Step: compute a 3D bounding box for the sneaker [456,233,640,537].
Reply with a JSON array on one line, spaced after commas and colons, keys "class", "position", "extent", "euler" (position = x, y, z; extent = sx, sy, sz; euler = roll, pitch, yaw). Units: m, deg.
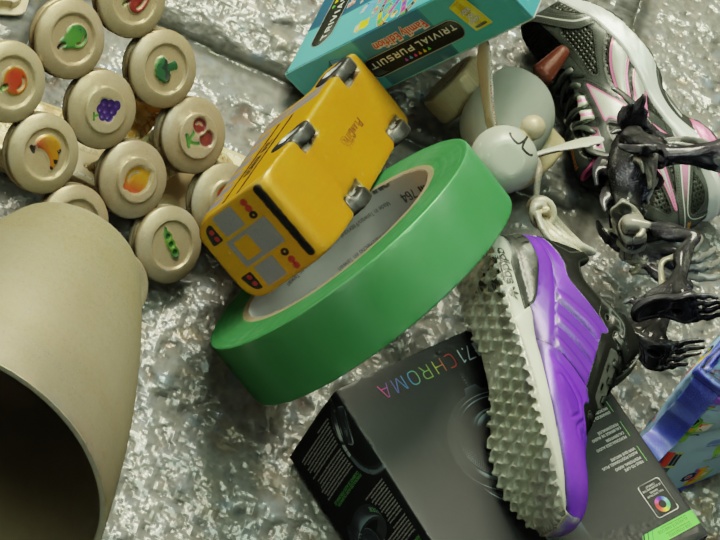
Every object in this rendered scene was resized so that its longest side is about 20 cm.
[{"class": "sneaker", "position": [0.127, 0.063, 1.505], "extent": [0.099, 0.070, 0.200], "euler": [2, 60, -23]}]

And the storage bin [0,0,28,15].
[{"class": "storage bin", "position": [-0.279, -0.262, 1.585], "extent": [0.198, 0.200, 0.094], "euler": [1, 56, -22]}]

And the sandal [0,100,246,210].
[{"class": "sandal", "position": [-0.145, -0.084, 1.603], "extent": [0.211, 0.070, 0.078], "euler": [13, 49, -14]}]

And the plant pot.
[{"class": "plant pot", "position": [-0.201, 0.054, 1.443], "extent": [0.187, 0.187, 0.200], "euler": [29, 39, -3]}]

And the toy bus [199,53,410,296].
[{"class": "toy bus", "position": [-0.032, -0.064, 1.589], "extent": [0.065, 0.078, 0.200], "euler": [49, 28, -11]}]

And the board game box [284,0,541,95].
[{"class": "board game box", "position": [0.054, -0.199, 1.682], "extent": [0.047, 0.200, 0.151], "euler": [43, 49, -23]}]

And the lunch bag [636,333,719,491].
[{"class": "lunch bag", "position": [0.250, 0.077, 1.614], "extent": [0.200, 0.151, 0.094], "euler": [-31, 74, -35]}]

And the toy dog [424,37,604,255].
[{"class": "toy dog", "position": [0.111, -0.103, 1.656], "extent": [0.132, 0.096, 0.200], "euler": [38, 10, -28]}]

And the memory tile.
[{"class": "memory tile", "position": [-0.150, -0.078, 1.549], "extent": [0.153, 0.017, 0.200], "euler": [-38, 118, -28]}]

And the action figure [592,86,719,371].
[{"class": "action figure", "position": [0.204, -0.033, 1.638], "extent": [0.102, 0.119, 0.200], "euler": [5, 51, -6]}]

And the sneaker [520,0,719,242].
[{"class": "sneaker", "position": [0.174, -0.104, 1.750], "extent": [0.086, 0.080, 0.200], "euler": [-32, 69, -24]}]

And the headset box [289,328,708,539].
[{"class": "headset box", "position": [0.088, 0.145, 1.540], "extent": [0.174, 0.093, 0.200], "euler": [-22, 70, -31]}]

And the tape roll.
[{"class": "tape roll", "position": [0.000, 0.000, 1.529], "extent": [0.048, 0.200, 0.200], "euler": [51, 52, -12]}]
